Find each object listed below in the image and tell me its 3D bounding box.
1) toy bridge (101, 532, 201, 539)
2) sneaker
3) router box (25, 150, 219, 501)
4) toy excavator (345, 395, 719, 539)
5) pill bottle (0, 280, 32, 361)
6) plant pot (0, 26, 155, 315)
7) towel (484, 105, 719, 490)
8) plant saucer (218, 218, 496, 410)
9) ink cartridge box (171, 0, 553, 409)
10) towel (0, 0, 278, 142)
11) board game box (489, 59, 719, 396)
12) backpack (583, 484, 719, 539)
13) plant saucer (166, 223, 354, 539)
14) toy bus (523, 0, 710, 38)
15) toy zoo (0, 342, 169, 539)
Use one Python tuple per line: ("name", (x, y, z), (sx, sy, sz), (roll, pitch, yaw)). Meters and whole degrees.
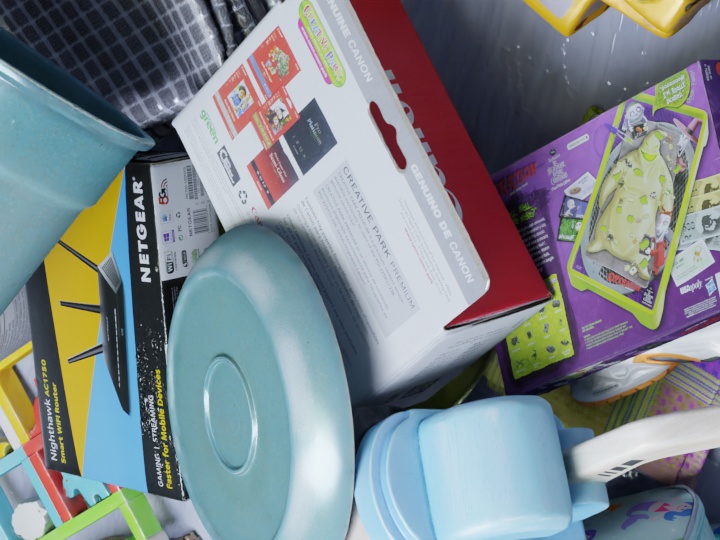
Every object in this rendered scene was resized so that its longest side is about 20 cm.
("toy bridge", (-0.178, 0.226, 1.581), (0.200, 0.027, 0.067), (-35, 89, 40))
("sneaker", (0.170, 0.000, 1.179), (0.200, 0.076, 0.092), (-27, 92, 38))
("router box", (-0.142, 0.028, 1.365), (0.149, 0.051, 0.201), (5, 104, 49))
("toy excavator", (0.103, 0.103, 1.158), (0.200, 0.194, 0.100), (-32, 61, 51))
("pill bottle", (-0.264, 0.016, 1.420), (0.111, 0.200, 0.112), (15, 121, 27))
("plant pot", (-0.247, -0.043, 1.238), (0.200, 0.200, 0.197), (34, 95, 15))
("towel", (0.152, 0.021, 1.260), (0.143, 0.023, 0.201), (30, 125, 19))
("plant saucer", (0.000, 0.000, 1.316), (0.199, 0.031, 0.201), (3, 96, 26))
("ink cartridge box", (0.009, -0.044, 1.201), (0.176, 0.084, 0.201), (-41, 70, 48))
("towel", (-0.138, -0.177, 1.315), (0.165, 0.086, 0.201), (-23, 99, 40))
("board game box", (0.129, -0.016, 1.152), (0.200, 0.032, 0.121), (-28, 74, 53))
("backpack", (0.161, 0.210, 1.249), (0.199, 0.178, 0.151), (-9, 114, 33))
("plant saucer", (-0.061, 0.076, 1.215), (0.200, 0.027, 0.201), (24, 117, 59))
("toy bus", (0.092, -0.191, 1.165), (0.200, 0.065, 0.078), (43, 130, 9))
("toy zoo", (-0.222, 0.124, 1.546), (0.131, 0.020, 0.201), (-31, 86, 37))
